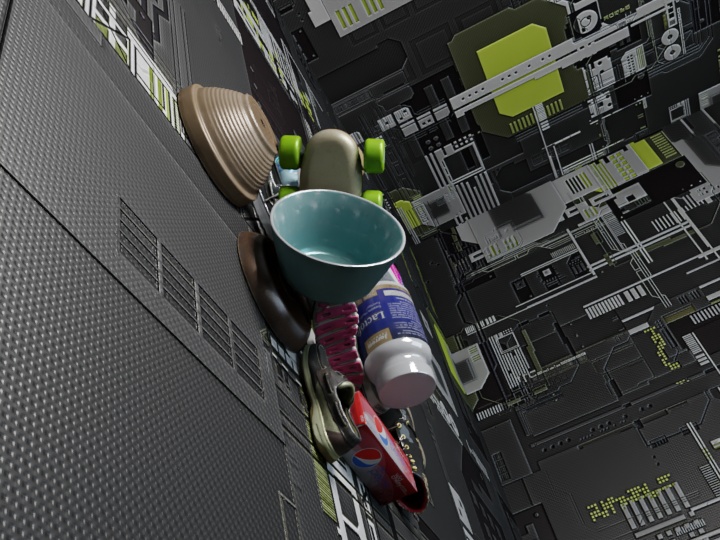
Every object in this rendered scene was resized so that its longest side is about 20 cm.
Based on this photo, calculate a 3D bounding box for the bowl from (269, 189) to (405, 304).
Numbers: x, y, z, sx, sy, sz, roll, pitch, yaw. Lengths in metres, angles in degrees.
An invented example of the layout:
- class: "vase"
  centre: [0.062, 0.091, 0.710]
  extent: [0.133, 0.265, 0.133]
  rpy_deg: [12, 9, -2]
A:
- class: "bowl"
  centre: [-0.043, -0.025, 1.185]
  extent: [0.201, 0.200, 0.105]
  rpy_deg: [-105, -155, -52]

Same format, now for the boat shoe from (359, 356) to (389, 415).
- class: "boat shoe"
  centre: [-0.002, 0.177, 1.389]
  extent: [0.071, 0.064, 0.200]
  rpy_deg: [45, 19, -32]

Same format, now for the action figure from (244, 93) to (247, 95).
- class: "action figure"
  centre: [-0.219, -0.280, 1.439]
  extent: [0.200, 0.052, 0.066]
  rpy_deg: [-31, 99, -79]

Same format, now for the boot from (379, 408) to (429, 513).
- class: "boot"
  centre: [0.065, 0.313, 1.398]
  extent: [0.151, 0.073, 0.200]
  rpy_deg: [-91, 160, -71]

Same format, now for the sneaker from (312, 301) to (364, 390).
- class: "sneaker"
  centre: [-0.042, 0.098, 1.283]
  extent: [0.087, 0.074, 0.200]
  rpy_deg: [-123, -161, -58]

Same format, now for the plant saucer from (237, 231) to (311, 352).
- class: "plant saucer"
  centre: [-0.121, 0.026, 1.201]
  extent: [0.200, 0.032, 0.200]
  rpy_deg: [-24, 90, -83]

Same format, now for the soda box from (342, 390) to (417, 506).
- class: "soda box"
  centre: [0.017, 0.275, 1.220]
  extent: [0.200, 0.063, 0.070]
  rpy_deg: [57, 11, -39]

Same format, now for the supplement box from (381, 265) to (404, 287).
- class: "supplement box"
  centre: [0.000, 0.000, 1.416]
  extent: [0.200, 0.103, 0.101]
  rpy_deg: [53, 12, -42]

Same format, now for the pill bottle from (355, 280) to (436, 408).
- class: "pill bottle"
  centre: [0.053, 0.123, 1.329]
  extent: [0.116, 0.116, 0.200]
  rpy_deg: [56, 10, -45]

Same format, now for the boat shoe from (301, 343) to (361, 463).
- class: "boat shoe"
  centre: [-0.038, 0.179, 1.140]
  extent: [0.201, 0.066, 0.072]
  rpy_deg: [-104, 168, -48]

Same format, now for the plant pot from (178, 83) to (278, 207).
- class: "plant pot"
  centre: [-0.190, -0.208, 1.240]
  extent: [0.201, 0.093, 0.201]
  rpy_deg: [61, 10, -18]

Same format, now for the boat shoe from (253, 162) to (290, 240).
- class: "boat shoe"
  centre: [-0.142, -0.122, 1.366]
  extent: [0.200, 0.068, 0.074]
  rpy_deg: [68, 9, 17]

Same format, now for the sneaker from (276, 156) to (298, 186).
- class: "sneaker"
  centre: [-0.118, -0.172, 1.635]
  extent: [0.200, 0.079, 0.131]
  rpy_deg: [42, 25, -71]

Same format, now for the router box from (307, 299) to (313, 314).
- class: "router box"
  centre: [-0.063, 0.032, 1.466]
  extent: [0.157, 0.052, 0.200]
  rpy_deg: [64, 8, -1]

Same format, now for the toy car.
- class: "toy car"
  centre: [-0.040, -0.158, 1.339]
  extent: [0.200, 0.164, 0.158]
  rpy_deg: [-68, 161, -78]

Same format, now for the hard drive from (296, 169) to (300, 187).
- class: "hard drive"
  centre: [-0.060, -0.112, 1.569]
  extent: [0.200, 0.025, 0.132]
  rpy_deg: [38, 38, -58]
